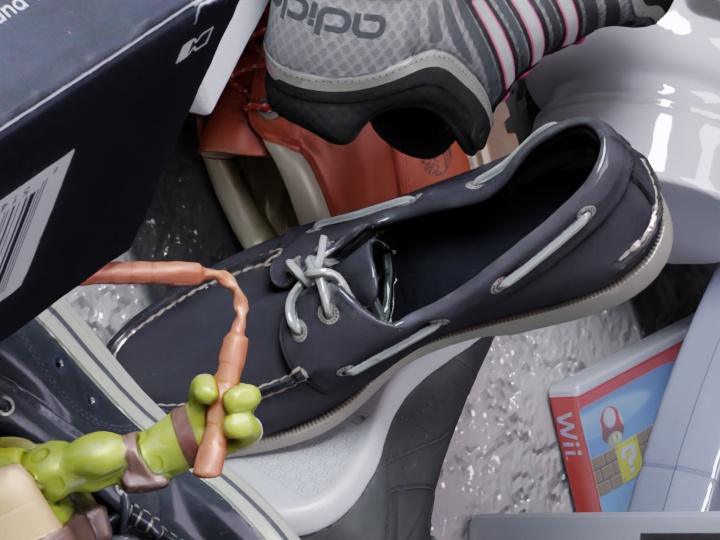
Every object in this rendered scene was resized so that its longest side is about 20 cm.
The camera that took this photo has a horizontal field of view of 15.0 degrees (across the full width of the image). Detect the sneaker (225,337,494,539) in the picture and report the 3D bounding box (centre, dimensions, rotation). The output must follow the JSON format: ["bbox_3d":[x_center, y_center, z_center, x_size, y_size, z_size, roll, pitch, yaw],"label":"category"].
[{"bbox_3d":[0.006,0.065,0.970,0.200,0.070,0.100,-55,145,-51],"label":"sneaker"}]

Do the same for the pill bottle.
[{"bbox_3d":[0.125,-0.112,1.078,0.114,0.113,0.201,28,66,-42],"label":"pill bottle"}]

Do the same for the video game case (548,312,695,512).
[{"bbox_3d":[0.146,0.124,1.144,0.143,0.017,0.202,-22,102,-46],"label":"video game case"}]

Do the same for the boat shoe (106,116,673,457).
[{"bbox_3d":[0.000,0.000,0.878,0.063,0.199,0.073,59,14,-58],"label":"boat shoe"}]

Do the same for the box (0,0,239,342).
[{"bbox_3d":[-0.171,-0.057,0.676,0.200,0.118,0.196,41,46,12],"label":"box"}]

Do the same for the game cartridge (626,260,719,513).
[{"bbox_3d":[0.158,0.067,1.095,0.201,0.041,0.133,-64,144,-30],"label":"game cartridge"}]

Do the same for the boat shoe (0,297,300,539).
[{"bbox_3d":[-0.082,0.072,0.850,0.200,0.074,0.062,48,58,-16],"label":"boat shoe"}]

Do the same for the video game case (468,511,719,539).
[{"bbox_3d":[0.105,0.186,0.970,0.023,0.181,0.202,22,69,-47],"label":"video game case"}]

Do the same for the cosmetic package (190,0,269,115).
[{"bbox_3d":[-0.059,-0.155,0.876,0.071,0.101,0.201,77,32,-54],"label":"cosmetic package"}]

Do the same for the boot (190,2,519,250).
[{"bbox_3d":[-0.020,-0.088,0.950,0.107,0.075,0.201,-27,100,-33],"label":"boot"}]

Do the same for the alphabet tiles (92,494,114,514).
[{"bbox_3d":[-0.069,0.175,0.856,0.167,0.008,0.201,-30,86,-45],"label":"alphabet tiles"}]

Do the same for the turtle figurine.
[{"bbox_3d":[-0.105,0.094,0.779,0.199,0.064,0.162,-23,91,-5],"label":"turtle figurine"}]

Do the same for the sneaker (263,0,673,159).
[{"bbox_3d":[0.034,-0.083,0.906,0.199,0.074,0.088,-10,124,-52],"label":"sneaker"}]
